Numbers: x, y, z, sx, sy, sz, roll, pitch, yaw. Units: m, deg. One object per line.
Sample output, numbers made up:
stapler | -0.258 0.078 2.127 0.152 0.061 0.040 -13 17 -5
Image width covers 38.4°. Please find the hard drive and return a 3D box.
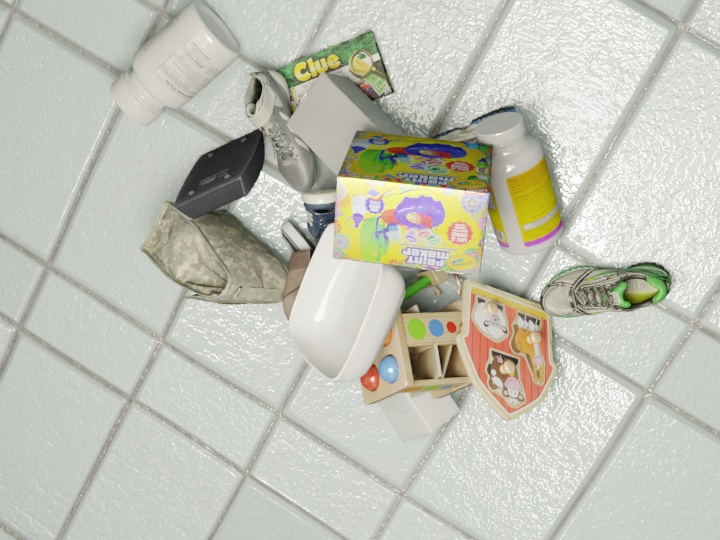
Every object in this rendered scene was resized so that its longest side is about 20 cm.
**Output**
hard drive | -0.216 -0.152 1.642 0.134 0.200 0.042 -22 115 16

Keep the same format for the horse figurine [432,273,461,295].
horse figurine | 0.086 -0.024 1.655 0.199 0.050 0.133 -3 96 16

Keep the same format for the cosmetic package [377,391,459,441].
cosmetic package | 0.060 0.168 1.660 0.200 0.071 0.101 57 150 0

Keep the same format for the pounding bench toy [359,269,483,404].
pounding bench toy | 0.070 0.088 1.556 0.124 0.155 0.201 -33 62 54

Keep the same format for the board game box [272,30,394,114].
board game box | -0.055 -0.299 1.662 0.199 0.023 0.105 -20 92 16

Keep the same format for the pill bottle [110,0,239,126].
pill bottle | -0.303 -0.329 1.671 0.200 0.114 0.115 -37 89 17

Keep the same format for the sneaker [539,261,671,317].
sneaker | 0.370 0.030 1.575 0.199 0.085 0.078 -12 96 16

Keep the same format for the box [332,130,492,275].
box | 0.075 -0.096 1.421 0.199 0.193 0.122 7 117 4

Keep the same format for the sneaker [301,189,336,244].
sneaker | -0.050 -0.081 1.602 0.075 0.200 0.085 -3 89 3

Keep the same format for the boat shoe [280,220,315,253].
boat shoe | -0.081 0.014 1.693 0.068 0.074 0.200 -34 99 2

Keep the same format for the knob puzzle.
knob puzzle | 0.227 0.125 1.548 0.030 0.219 0.220 -28 92 49

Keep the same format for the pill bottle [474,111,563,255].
pill bottle | 0.232 -0.130 1.541 0.104 0.104 0.201 -12 119 16

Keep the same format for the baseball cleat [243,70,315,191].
baseball cleat | -0.135 -0.215 1.631 0.070 0.106 0.201 -20 91 31

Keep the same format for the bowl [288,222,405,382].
bowl | -0.014 0.049 1.489 0.074 0.200 0.200 15 104 -33

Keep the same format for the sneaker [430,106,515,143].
sneaker | 0.158 -0.180 1.601 0.199 0.077 0.085 -21 98 17

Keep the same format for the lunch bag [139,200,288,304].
lunch bag | -0.221 -0.008 1.647 0.200 0.164 0.118 40 107 30

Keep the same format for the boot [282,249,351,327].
boot | -0.034 0.033 1.599 0.199 0.070 0.147 -12 81 33

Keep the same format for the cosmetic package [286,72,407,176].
cosmetic package | -0.006 -0.200 1.584 0.200 0.090 0.107 50 116 20
